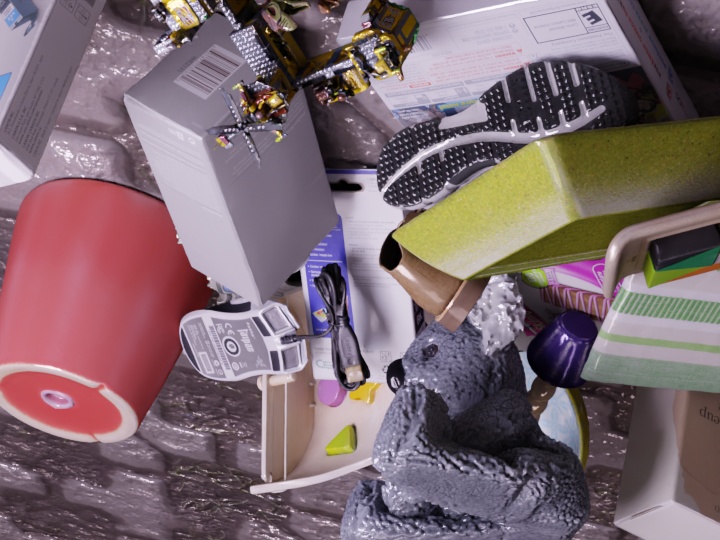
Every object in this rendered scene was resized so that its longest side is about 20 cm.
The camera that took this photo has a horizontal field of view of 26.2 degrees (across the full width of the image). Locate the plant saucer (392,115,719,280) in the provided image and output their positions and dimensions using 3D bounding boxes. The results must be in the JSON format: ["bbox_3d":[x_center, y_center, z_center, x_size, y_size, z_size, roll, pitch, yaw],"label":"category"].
[{"bbox_3d":[0.153,-0.043,1.035,0.199,0.048,0.200,-9,168,-30],"label":"plant saucer"}]

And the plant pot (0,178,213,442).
[{"bbox_3d":[-0.244,0.045,1.396,0.200,0.178,0.201,11,149,7],"label":"plant pot"}]

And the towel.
[{"bbox_3d":[0.269,0.013,1.178,0.152,0.023,0.201,6,128,-14],"label":"towel"}]

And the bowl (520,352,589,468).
[{"bbox_3d":[0.132,0.143,1.438,0.199,0.201,0.108,-5,-175,30],"label":"bowl"}]

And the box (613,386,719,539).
[{"bbox_3d":[0.282,0.131,1.286,0.095,0.201,0.078,26,147,-19],"label":"box"}]

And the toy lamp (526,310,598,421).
[{"bbox_3d":[0.145,0.113,1.300,0.058,0.058,0.200,19,132,-7],"label":"toy lamp"}]

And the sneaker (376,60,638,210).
[{"bbox_3d":[0.108,-0.089,1.067,0.199,0.074,0.080,-15,162,38],"label":"sneaker"}]

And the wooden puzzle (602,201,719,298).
[{"bbox_3d":[0.259,-0.026,1.039,0.199,0.037,0.185,-20,170,5],"label":"wooden puzzle"}]

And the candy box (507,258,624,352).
[{"bbox_3d":[0.172,0.006,1.268,0.199,0.061,0.136,-4,144,29],"label":"candy box"}]

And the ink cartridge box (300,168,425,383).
[{"bbox_3d":[0.000,0.000,1.303,0.099,0.039,0.201,4,117,19],"label":"ink cartridge box"}]

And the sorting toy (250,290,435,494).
[{"bbox_3d":[-0.002,0.100,1.396,0.179,0.201,0.107,-10,162,33],"label":"sorting toy"}]

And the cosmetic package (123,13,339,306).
[{"bbox_3d":[-0.092,-0.080,1.169,0.090,0.107,0.200,29,151,27],"label":"cosmetic package"}]

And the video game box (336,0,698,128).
[{"bbox_3d":[0.114,-0.134,1.083,0.199,0.047,0.182,-6,141,31],"label":"video game box"}]

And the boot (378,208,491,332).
[{"bbox_3d":[0.066,-0.030,1.160,0.075,0.200,0.074,32,115,-2],"label":"boot"}]

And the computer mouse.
[{"bbox_3d":[-0.075,0.051,1.324,0.199,0.044,0.110,-4,114,40],"label":"computer mouse"}]

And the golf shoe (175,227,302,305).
[{"bbox_3d":[-0.098,-0.036,1.320,0.097,0.079,0.200,-6,152,12],"label":"golf shoe"}]

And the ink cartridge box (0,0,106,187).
[{"bbox_3d":[-0.268,-0.138,1.088,0.176,0.201,0.045,-11,140,36],"label":"ink cartridge box"}]

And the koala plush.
[{"bbox_3d":[0.086,0.116,1.222,0.183,0.201,0.178,9,140,-9],"label":"koala plush"}]

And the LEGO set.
[{"bbox_3d":[-0.064,-0.165,0.991,0.153,0.116,0.200,-9,125,30],"label":"LEGO set"}]
